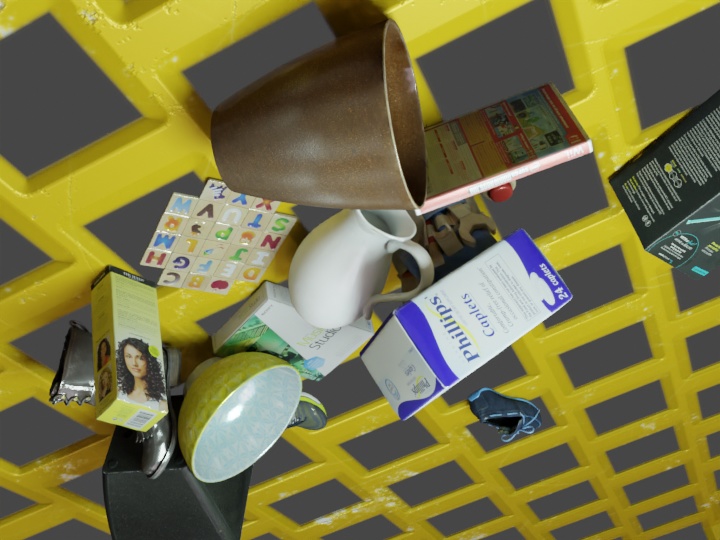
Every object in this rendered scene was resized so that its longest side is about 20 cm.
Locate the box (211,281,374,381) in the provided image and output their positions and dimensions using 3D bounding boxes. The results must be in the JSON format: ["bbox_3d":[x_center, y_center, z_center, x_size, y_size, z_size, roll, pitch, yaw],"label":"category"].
[{"bbox_3d":[-0.098,0.095,1.263,0.198,0.037,0.144,21,131,-35],"label":"box"}]

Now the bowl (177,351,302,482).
[{"bbox_3d":[-0.189,0.187,1.222,0.199,0.107,0.202,-36,147,-28],"label":"bowl"}]

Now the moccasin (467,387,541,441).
[{"bbox_3d":[0.267,0.278,1.594,0.198,0.069,0.080,20,131,-37],"label":"moccasin"}]

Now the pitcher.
[{"bbox_3d":[0.000,0.000,1.067,0.120,0.173,0.201,-10,147,-42],"label":"pitcher"}]

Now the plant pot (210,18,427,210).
[{"bbox_3d":[-0.046,-0.142,0.886,0.197,0.189,0.188,-8,145,15],"label":"plant pot"}]

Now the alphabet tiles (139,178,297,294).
[{"bbox_3d":[-0.180,-0.038,1.092,0.164,0.006,0.201,9,137,-29],"label":"alphabet tiles"}]

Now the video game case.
[{"bbox_3d":[0.141,-0.139,0.960,0.197,0.144,0.018,-20,127,7],"label":"video game case"}]

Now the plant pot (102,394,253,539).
[{"bbox_3d":[-0.289,0.302,1.320,0.196,0.202,0.179,-5,133,10],"label":"plant pot"}]

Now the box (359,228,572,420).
[{"bbox_3d":[0.119,0.068,1.028,0.199,0.106,0.184,-32,169,-22],"label":"box"}]

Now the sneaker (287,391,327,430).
[{"bbox_3d":[-0.136,0.241,1.399,0.198,0.082,0.074,18,133,-36],"label":"sneaker"}]

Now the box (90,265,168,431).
[{"bbox_3d":[-0.287,0.093,1.060,0.050,0.202,0.075,-39,138,26],"label":"box"}]

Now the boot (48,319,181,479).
[{"bbox_3d":[-0.339,0.178,1.175,0.172,0.204,0.069,12,163,-35],"label":"boot"}]

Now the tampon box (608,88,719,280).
[{"bbox_3d":[0.459,-0.111,1.117,0.149,0.128,0.200,21,129,-39],"label":"tampon box"}]

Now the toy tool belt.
[{"bbox_3d":[0.124,-0.040,1.095,0.199,0.124,0.125,-32,140,20],"label":"toy tool belt"}]
